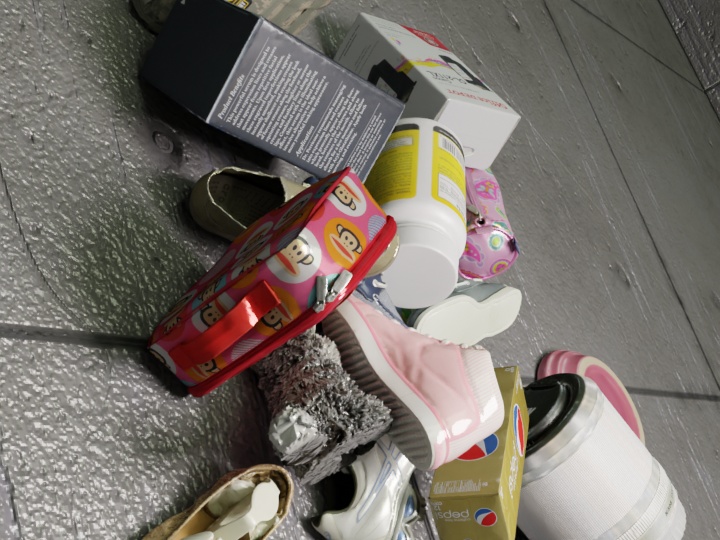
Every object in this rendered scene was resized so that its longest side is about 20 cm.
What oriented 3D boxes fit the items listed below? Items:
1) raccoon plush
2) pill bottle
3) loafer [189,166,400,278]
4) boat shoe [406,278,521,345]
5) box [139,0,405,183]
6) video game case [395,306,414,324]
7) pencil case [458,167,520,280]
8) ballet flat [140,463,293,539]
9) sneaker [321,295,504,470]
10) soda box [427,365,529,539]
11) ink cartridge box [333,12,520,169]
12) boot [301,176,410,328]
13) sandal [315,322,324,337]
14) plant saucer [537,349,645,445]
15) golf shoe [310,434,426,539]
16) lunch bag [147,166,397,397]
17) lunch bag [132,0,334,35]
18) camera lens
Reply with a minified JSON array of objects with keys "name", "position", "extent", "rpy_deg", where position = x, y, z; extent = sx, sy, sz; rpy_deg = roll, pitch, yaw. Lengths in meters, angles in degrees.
[{"name":"raccoon plush","position":[-0.047,0.086,0.821],"extent":[0.134,0.097,0.200],"rpy_deg":[56,-8,20]},{"name":"pill bottle","position":[0.057,-0.064,1.104],"extent":[0.114,0.114,0.200],"rpy_deg":[38,37,-29]},{"name":"loafer","position":[-0.061,-0.043,0.924],"extent":[0.200,0.068,0.076],"rpy_deg":[14,79,0]},{"name":"boat shoe","position":[0.106,0.047,1.146],"extent":[0.062,0.073,0.200],"rpy_deg":[25,23,34]},{"name":"box","position":[-0.085,-0.176,0.996],"extent":[0.200,0.107,0.148],"rpy_deg":[23,10,-43]},{"name":"video game case","position":[0.049,0.011,1.158],"extent":[0.182,0.022,0.200],"rpy_deg":[33,40,-34]},{"name":"pencil case","position":[0.139,-0.075,1.267],"extent":[0.087,0.087,0.200],"rpy_deg":[38,25,-28]},{"name":"ballet flat","position":[-0.109,0.196,0.732],"extent":[0.071,0.065,0.200],"rpy_deg":[52,32,-6]},{"name":"sneaker","position":[0.048,0.084,0.899],"extent":[0.105,0.075,0.200],"rpy_deg":[-18,46,-26]},{"name":"soda box","position":[0.114,0.171,0.944],"extent":[0.200,0.064,0.068],"rpy_deg":[-64,143,-59]},{"name":"ink cartridge box","position":[0.082,-0.224,1.273],"extent":[0.146,0.083,0.200],"rpy_deg":[3,38,-46]},{"name":"boot","position":[0.000,0.000,0.988],"extent":[0.200,0.090,0.073],"rpy_deg":[39,-4,-9]},{"name":"sandal","position":[-0.005,0.096,0.984],"extent":[0.200,0.045,0.075],"rpy_deg":[42,36,-24]},{"name":"plant saucer","position":[0.310,0.190,1.332],"extent":[0.200,0.051,0.201],"rpy_deg":[34,39,-33]},{"name":"golf shoe","position":[0.013,0.156,0.909],"extent":[0.097,0.078,0.200],"rpy_deg":[26,53,-21]},{"name":"lunch bag","position":[-0.076,0.015,0.810],"extent":[0.082,0.200,0.176],"rpy_deg":[50,35,-10]},{"name":"lunch bag","position":[-0.121,-0.306,1.063],"extent":[0.200,0.164,0.118],"rpy_deg":[-15,73,-57]},{"name":"camera lens","position":[0.229,0.222,1.086],"extent":[0.200,0.160,0.160],"rpy_deg":[50,32,-11]}]
